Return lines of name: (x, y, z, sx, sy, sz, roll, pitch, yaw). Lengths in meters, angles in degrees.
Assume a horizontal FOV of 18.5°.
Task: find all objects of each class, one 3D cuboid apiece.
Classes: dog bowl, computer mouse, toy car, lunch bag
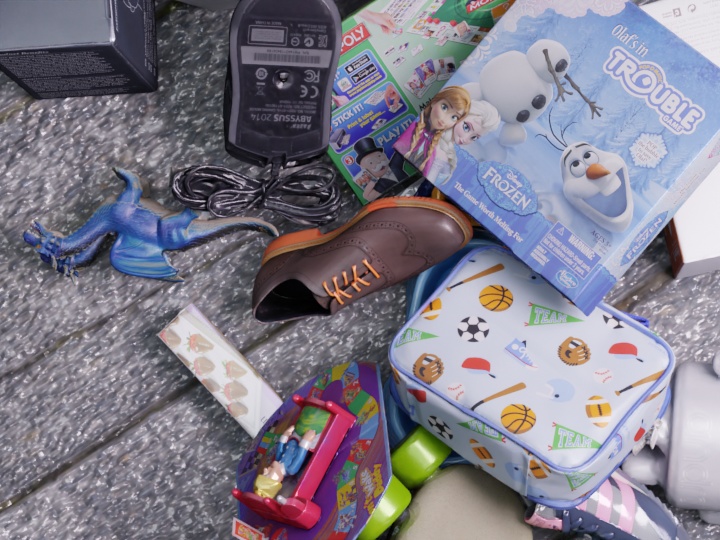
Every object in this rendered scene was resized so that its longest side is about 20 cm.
dog bowl: (0.080, 0.065, 1.746, 0.111, 0.050, 0.201, 13, 87, 5)
computer mouse: (-0.070, -0.138, 1.718, 0.138, 0.053, 0.201, 7, 111, -10)
toy car: (0.030, 0.246, 1.695, 0.164, 0.158, 0.200, 46, 126, 0)
lunch bag: (0.132, 0.076, 1.643, 0.200, 0.076, 0.160, 33, 61, 23)

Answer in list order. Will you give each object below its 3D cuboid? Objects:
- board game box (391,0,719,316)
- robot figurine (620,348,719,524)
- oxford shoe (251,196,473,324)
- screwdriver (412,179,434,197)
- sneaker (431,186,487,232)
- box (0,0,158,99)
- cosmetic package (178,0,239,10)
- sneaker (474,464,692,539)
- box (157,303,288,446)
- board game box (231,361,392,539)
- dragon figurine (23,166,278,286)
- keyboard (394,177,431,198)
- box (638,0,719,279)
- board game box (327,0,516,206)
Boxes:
board game box: (0.158, -0.105, 1.633, 0.200, 0.043, 0.199, 41, 91, 28)
robot figurine: (0.301, 0.131, 1.690, 0.199, 0.113, 0.170, 4, 128, 8)
oxford shoe: (0.000, 0.000, 1.708, 0.200, 0.073, 0.071, -20, 123, 37)
screwdriver: (0.065, -0.085, 1.732, 0.029, 0.028, 0.200, 35, 114, 12)
sneaker: (0.142, -0.064, 1.691, 0.200, 0.077, 0.079, -15, 84, 38)
box: (-0.228, -0.225, 1.728, 0.107, 0.200, 0.149, -4, 83, 4)
cosmetic package: (-0.067, -0.273, 1.735, 0.200, 0.081, 0.113, -1, 84, 39)
sneaker: (0.168, 0.183, 1.680, 0.200, 0.070, 0.082, 43, 59, 6)
box: (-0.080, 0.111, 1.762, 0.039, 0.041, 0.200, -43, 82, 0)
board game box: (-0.050, 0.144, 1.642, 0.158, 0.200, 0.039, -39, 123, 25)
dragon figurine: (-0.166, -0.021, 1.772, 0.199, 0.059, 0.100, 17, 86, 7)
keyboard: (0.101, -0.076, 1.781, 0.200, 0.011, 0.056, -35, 83, 1)
box: (0.270, -0.105, 1.714, 0.097, 0.124, 0.201, -13, 83, 3)
board game box: (0.048, -0.158, 1.737, 0.200, 0.029, 0.135, -31, 99, 19)
